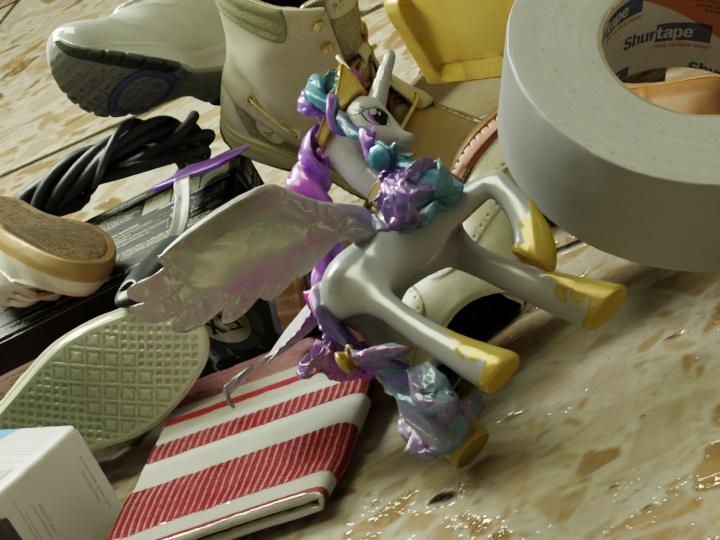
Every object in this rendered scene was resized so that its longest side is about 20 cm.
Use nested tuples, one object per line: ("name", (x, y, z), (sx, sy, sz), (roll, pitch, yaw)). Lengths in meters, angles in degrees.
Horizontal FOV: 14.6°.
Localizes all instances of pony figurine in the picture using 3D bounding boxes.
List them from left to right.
("pony figurine", (0.003, 0.003, 1.422), (0.193, 0.200, 0.167), (-46, -24, -4))

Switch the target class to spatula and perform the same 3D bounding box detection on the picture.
("spatula", (-0.110, -0.029, 1.666), (0.056, 0.021, 0.200), (-20, 25, 23))

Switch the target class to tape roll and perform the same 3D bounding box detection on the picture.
("tape roll", (0.172, -0.094, 1.454), (0.199, 0.066, 0.201), (1, 48, -1))

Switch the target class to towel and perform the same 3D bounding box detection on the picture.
("towel", (-0.056, 0.095, 1.538), (0.144, 0.023, 0.200), (-21, 21, 22))

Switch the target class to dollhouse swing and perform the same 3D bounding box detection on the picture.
("dollhouse swing", (0.118, -0.214, 1.693), (0.181, 0.176, 0.200), (-21, 10, -35))

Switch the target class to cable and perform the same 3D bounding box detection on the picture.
("cable", (-0.169, -0.046, 1.867), (0.163, 0.051, 0.200), (-16, -22, -7))

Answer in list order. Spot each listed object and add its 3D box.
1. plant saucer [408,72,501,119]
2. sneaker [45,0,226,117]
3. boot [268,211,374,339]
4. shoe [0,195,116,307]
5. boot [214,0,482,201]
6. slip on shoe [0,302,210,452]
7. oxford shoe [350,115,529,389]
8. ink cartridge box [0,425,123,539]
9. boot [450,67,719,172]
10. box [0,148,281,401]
("plant saucer", (0.112, -0.135, 1.883), (0.200, 0.030, 0.200), (-25, 19, 9))
("sneaker", (-0.126, -0.150, 1.795), (0.074, 0.087, 0.200), (-31, -16, 39))
("boot", (0.000, 0.000, 1.645), (0.097, 0.075, 0.200), (-9, 6, 4))
("shoe", (-0.200, -0.005, 1.706), (0.070, 0.054, 0.200), (-1, 11, -26))
("boot", (0.002, -0.120, 1.712), (0.199, 0.155, 0.072), (15, 51, 15))
("slip on shoe", (-0.165, 0.077, 1.641), (0.200, 0.074, 0.061), (-38, 7, 26))
("oxford shoe", (0.076, -0.012, 1.507), (0.074, 0.071, 0.200), (34, 89, 38))
("ink cartridge box", (-0.238, 0.170, 1.536), (0.116, 0.067, 0.200), (-6, 29, 49))
("boot", (0.133, -0.049, 1.582), (0.199, 0.077, 0.155), (-15, 26, 18))
("box", (-0.145, 0.023, 1.755), (0.199, 0.086, 0.164), (-26, 19, 9))
